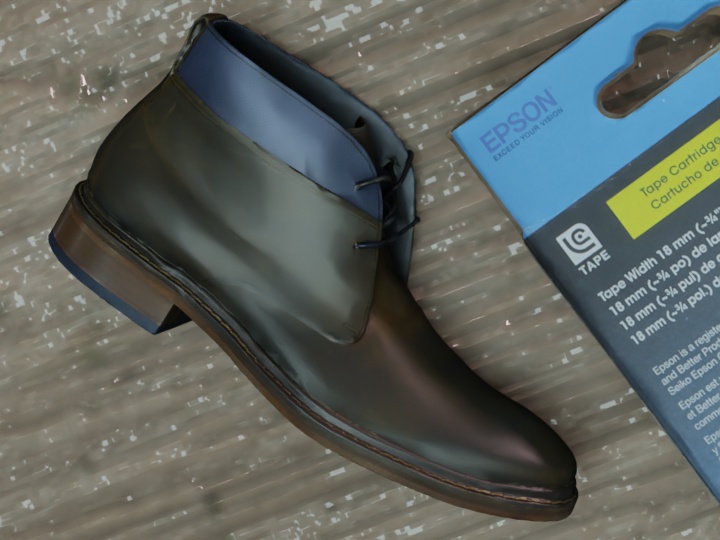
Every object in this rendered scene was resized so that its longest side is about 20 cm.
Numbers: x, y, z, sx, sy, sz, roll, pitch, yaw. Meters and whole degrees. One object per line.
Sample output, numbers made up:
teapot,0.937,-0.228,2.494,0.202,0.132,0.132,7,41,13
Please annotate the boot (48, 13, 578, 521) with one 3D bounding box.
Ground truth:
boot,0.000,0.000,0.968,0.200,0.075,0.097,30,107,5

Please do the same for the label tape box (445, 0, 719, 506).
label tape box,0.146,-0.009,0.945,0.144,0.063,0.200,-36,93,15
